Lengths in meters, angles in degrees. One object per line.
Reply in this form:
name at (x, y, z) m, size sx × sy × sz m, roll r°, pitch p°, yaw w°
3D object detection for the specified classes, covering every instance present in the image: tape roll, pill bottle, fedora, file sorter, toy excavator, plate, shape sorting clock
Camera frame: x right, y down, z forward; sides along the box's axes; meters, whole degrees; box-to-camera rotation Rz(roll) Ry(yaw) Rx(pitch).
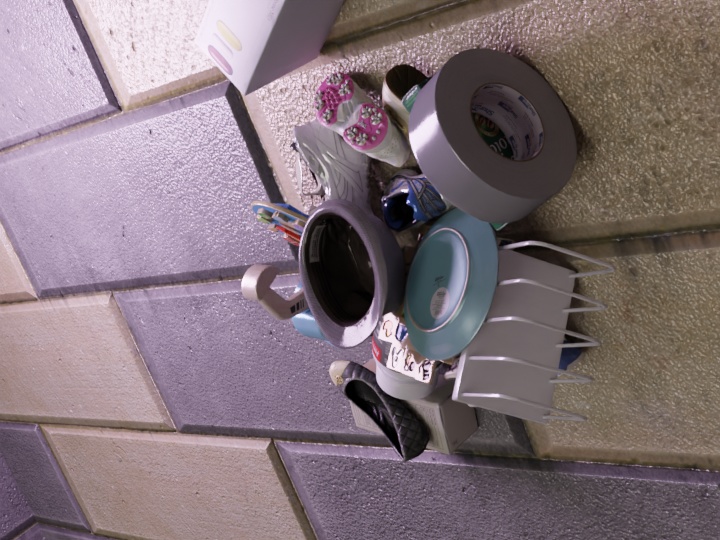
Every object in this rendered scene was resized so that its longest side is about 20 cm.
tape roll at (0.157, -0.159, 1.395) m, size 0.201 × 0.200 × 0.066 m, roll 52°, pitch 142°, yaw 4°
pill bottle at (0.074, 0.085, 1.731) m, size 0.113 × 0.114 × 0.202 m, roll 30°, pitch 135°, yaw 29°
fedora at (0.000, 0.000, 1.604) m, size 0.177 × 0.090 × 0.202 m, roll -47°, pitch 61°, yaw 42°
file sorter at (0.218, 0.077, 1.452) m, size 0.124 × 0.137 × 0.203 m, roll -9°, pitch 67°, yaw 67°
toy excavator at (-0.077, 0.051, 1.798) m, size 0.099 × 0.199 × 0.197 m, roll 7°, pitch 122°, yaw 43°
plate at (0.106, 0.014, 1.514) m, size 0.200 × 0.025 × 0.203 m, roll -31°, pitch 51°, yaw 49°
shape sorting clock at (-0.075, -0.049, 1.751) m, size 0.198 × 0.040 × 0.200 m, roll 28°, pitch 175°, yaw 3°

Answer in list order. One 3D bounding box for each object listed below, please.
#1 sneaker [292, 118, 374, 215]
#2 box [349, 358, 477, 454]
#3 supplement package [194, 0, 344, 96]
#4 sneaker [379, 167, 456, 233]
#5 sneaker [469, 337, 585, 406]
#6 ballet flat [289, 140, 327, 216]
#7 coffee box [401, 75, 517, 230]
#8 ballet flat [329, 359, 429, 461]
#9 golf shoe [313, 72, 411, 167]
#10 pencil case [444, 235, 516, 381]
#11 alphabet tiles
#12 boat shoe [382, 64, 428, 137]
sneaker at (-0.012, -0.135, 1.685) m, size 0.201 × 0.099 × 0.078 m, roll 59°, pitch -175°, yaw -14°
box at (0.078, 0.209, 1.846) m, size 0.199 × 0.077 × 0.096 m, roll 11°, pitch 124°, yaw 42°
supplement package at (-0.109, -0.360, 1.571) m, size 0.111 × 0.155 × 0.201 m, roll 46°, pitch 141°, yaw 11°
sneaker at (0.059, -0.093, 1.619) m, size 0.078 × 0.085 × 0.200 m, roll 60°, pitch 160°, yaw -6°
sneaker at (0.211, 0.106, 1.640) m, size 0.199 × 0.080 × 0.116 m, roll -32°, pitch 89°, yaw 45°
ballet flat at (-0.054, -0.113, 1.760) m, size 0.202 × 0.068 × 0.068 m, roll 69°, pitch 165°, yaw -14°
coffee box at (0.154, -0.161, 1.465) m, size 0.201 × 0.123 × 0.044 m, roll 54°, pitch 139°, yaw 4°
ballet flat at (0.023, 0.207, 1.795) m, size 0.200 × 0.057 × 0.067 m, roll 41°, pitch 136°, yaw 22°
golf shoe at (0.001, -0.202, 1.620) m, size 0.091 × 0.075 × 0.200 m, roll 33°, pitch -166°, yaw -40°
pencil case at (0.156, 0.052, 1.539) m, size 0.077 × 0.089 × 0.203 m, roll 3°, pitch 79°, yaw 25°
alphabet tiles at (0.088, 0.043, 1.568) m, size 0.166 × 0.006 × 0.203 m, roll 15°, pitch 91°, yaw 55°
boat shoe at (0.105, -0.182, 1.549) m, size 0.200 × 0.074 × 0.066 m, roll 49°, pitch 157°, yaw 7°
